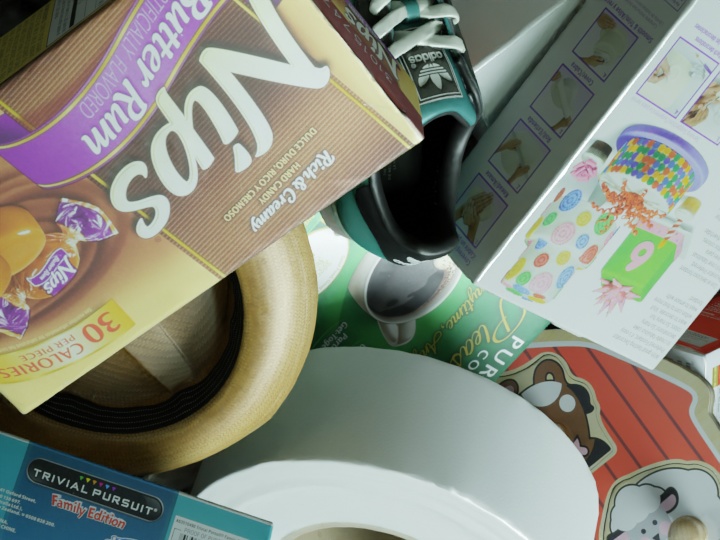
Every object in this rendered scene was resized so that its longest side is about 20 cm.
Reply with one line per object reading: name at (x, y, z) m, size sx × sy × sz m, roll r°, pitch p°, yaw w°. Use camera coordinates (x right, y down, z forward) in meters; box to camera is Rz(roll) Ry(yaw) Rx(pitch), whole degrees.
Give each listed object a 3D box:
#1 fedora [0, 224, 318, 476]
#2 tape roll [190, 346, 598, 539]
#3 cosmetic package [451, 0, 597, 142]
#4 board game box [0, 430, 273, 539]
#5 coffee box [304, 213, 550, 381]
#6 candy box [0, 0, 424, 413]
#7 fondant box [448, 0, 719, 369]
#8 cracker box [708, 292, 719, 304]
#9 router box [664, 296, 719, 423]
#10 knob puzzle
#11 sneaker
fedora at (-0.114, -0.006, 0.855) m, size 0.199 × 0.082 × 0.202 m, roll -2°, pitch 118°, yaw -4°
tape roll at (0.014, 0.129, 0.973) m, size 0.201 × 0.071 × 0.203 m, roll 10°, pitch 140°, yaw 9°
cosmetic package at (0.125, -0.139, 0.932) m, size 0.199 × 0.071 × 0.102 m, roll -38°, pitch 139°, yaw -1°
board game box at (-0.134, 0.125, 0.884) m, size 0.150 × 0.047 × 0.200 m, roll 20°, pitch 160°, yaw -9°
coffee box at (0.000, 0.000, 0.966) m, size 0.199 × 0.044 × 0.123 m, roll 30°, pitch 109°, yaw -35°
candy box at (-0.088, -0.047, 0.754) m, size 0.199 × 0.057 × 0.117 m, roll -33°, pitch 117°, yaw 16°
fondant box at (0.142, -0.063, 0.911) m, size 0.144 × 0.058 × 0.201 m, roll 24°, pitch 108°, yaw -43°
cracker box at (0.160, 0.105, 1.139) m, size 0.134 × 0.057 × 0.201 m, roll 29°, pitch 79°, yaw -48°
router box at (0.221, 0.114, 1.129) m, size 0.179 × 0.049 × 0.202 m, roll -18°, pitch 114°, yaw -45°
knob puzzle at (0.106, 0.119, 1.046) m, size 0.220 × 0.220 × 0.030 m, roll -52°, pitch 159°, yaw 18°
sneaker at (0.018, -0.100, 0.848) m, size 0.071 × 0.080 × 0.202 m, roll -15°, pitch 113°, yaw -27°
